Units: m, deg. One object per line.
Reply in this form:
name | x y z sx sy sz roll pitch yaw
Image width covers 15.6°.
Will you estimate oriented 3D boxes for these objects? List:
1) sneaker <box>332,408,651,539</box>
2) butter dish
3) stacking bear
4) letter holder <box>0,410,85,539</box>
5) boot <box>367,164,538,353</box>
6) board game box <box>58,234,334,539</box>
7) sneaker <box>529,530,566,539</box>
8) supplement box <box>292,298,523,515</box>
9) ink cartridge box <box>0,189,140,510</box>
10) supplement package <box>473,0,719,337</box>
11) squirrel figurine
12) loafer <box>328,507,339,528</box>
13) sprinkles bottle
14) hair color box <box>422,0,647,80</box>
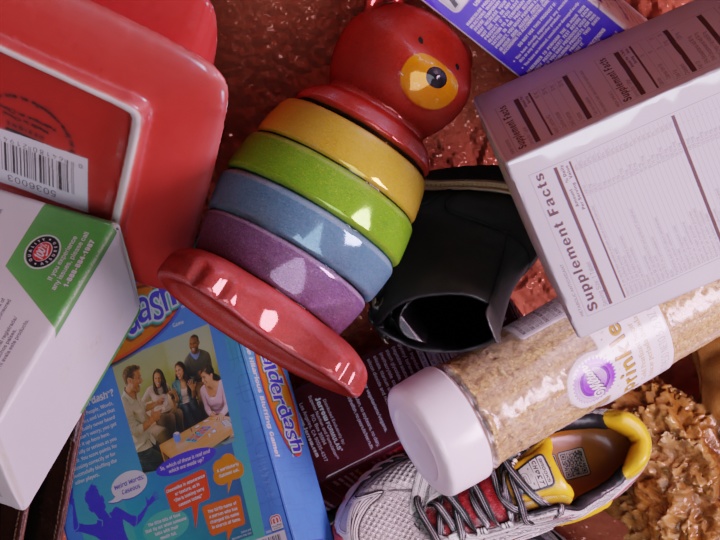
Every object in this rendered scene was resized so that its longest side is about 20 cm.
sneaker | 0.075 0.120 1.479 0.200 0.082 0.078 -22 82 -22
butter dish | -0.153 -0.120 1.433 0.199 0.148 0.200 24 141 4
stacking bear | -0.011 -0.051 1.396 0.121 0.114 0.200 34 81 -19
letter holder | -0.267 0.091 1.479 0.199 0.101 0.143 21 111 21
boot | 0.000 0.000 1.473 0.199 0.138 0.078 -10 118 22
board game box | -0.107 0.095 1.492 0.152 0.045 0.201 -21 78 28
sneaker | 0.109 0.227 1.570 0.074 0.200 0.087 -30 146 19
supplement box | 0.014 0.087 1.544 0.200 0.109 0.061 -26 73 5
ink cartridge box | -0.242 0.025 1.419 0.199 0.147 0.083 17 148 19
supplement package | 0.176 -0.068 1.382 0.199 0.110 0.114 -23 112 2
squirrel figurine | 0.222 0.091 1.559 0.200 0.142 0.187 -28 106 3
loafer | 0.049 0.164 1.568 0.199 0.073 0.071 -25 147 -4
sprinkles bottle | 0.114 0.048 1.445 0.200 0.068 0.068 -29 114 -16
hair color box | 0.113 -0.135 1.467 0.200 0.109 0.065 38 104 -18
